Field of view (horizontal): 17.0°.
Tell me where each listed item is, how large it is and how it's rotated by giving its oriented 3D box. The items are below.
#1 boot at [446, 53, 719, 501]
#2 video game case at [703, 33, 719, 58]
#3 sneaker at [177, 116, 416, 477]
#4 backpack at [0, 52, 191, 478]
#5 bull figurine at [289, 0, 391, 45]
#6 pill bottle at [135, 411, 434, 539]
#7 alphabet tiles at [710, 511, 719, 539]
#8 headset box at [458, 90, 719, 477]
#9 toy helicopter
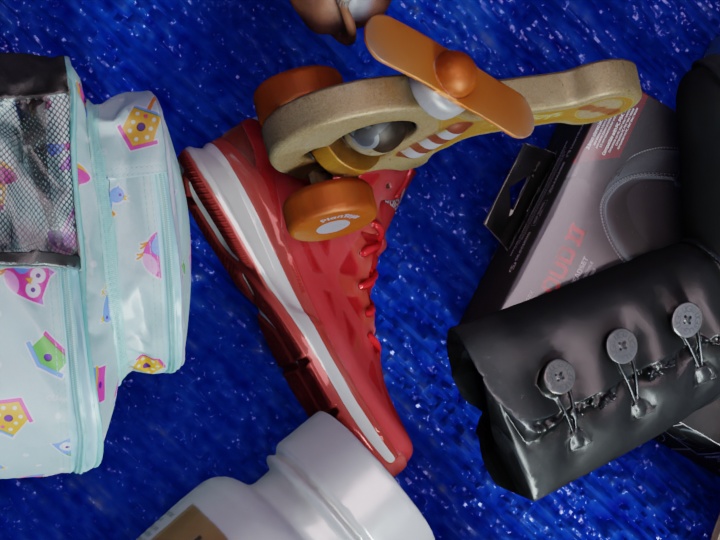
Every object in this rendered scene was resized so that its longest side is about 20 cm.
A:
[{"bbox_3d":[0.131,0.002,1.216,0.199,0.066,0.165,-24,90,-10],"label":"boot"},{"bbox_3d":[0.308,-0.110,1.283,0.181,0.200,0.046,38,44,-7],"label":"video game case"},{"bbox_3d":[0.000,0.000,1.251,0.115,0.078,0.201,-31,93,-14],"label":"sneaker"},{"bbox_3d":[-0.158,0.002,1.161,0.152,0.176,0.201,4,87,-10],"label":"backpack"},{"bbox_3d":[-0.027,-0.210,1.165,0.065,0.121,0.201,-22,89,-21],"label":"bull figurine"},{"bbox_3d":[-0.065,0.167,1.190,0.200,0.114,0.114,-41,95,-11],"label":"pill bottle"},{"bbox_3d":[0.253,0.174,1.286,0.200,0.008,0.168,27,81,-34],"label":"alphabet tiles"},{"bbox_3d":[0.159,0.002,1.291,0.199,0.077,0.149,30,78,-11],"label":"headset box"},{"bbox_3d":[0.049,-0.084,1.192,0.199,0.132,0.079,-10,73,-18],"label":"toy helicopter"}]
